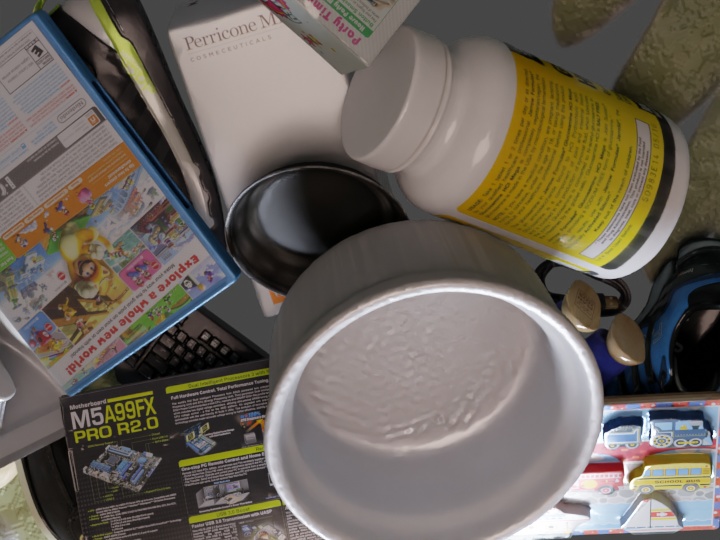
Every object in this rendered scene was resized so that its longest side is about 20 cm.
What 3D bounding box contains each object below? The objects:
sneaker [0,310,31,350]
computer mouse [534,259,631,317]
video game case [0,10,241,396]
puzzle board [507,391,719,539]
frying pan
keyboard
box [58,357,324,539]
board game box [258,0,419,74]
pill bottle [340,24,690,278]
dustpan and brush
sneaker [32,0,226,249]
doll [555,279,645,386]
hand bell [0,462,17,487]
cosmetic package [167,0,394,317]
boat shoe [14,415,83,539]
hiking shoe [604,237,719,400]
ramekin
[{"bbox_3d":[-0.214,-0.037,1.060,0.080,0.070,0.201,-13,112,2],"label":"sneaker"},{"bbox_3d":[0.085,0.022,1.106,0.199,0.034,0.059,-4,112,1],"label":"computer mouse"},{"bbox_3d":[-0.187,-0.038,1.006,0.143,0.018,0.200,-34,98,18],"label":"video game case"},{"bbox_3d":[0.146,0.139,1.108,0.199,0.017,0.151,-3,137,7],"label":"puzzle board"},{"bbox_3d":[0.007,-0.011,1.007,0.189,0.031,0.115,23,132,-19],"label":"frying pan"},{"bbox_3d":[-0.055,0.079,1.107,0.200,0.021,0.127,36,82,-2],"label":"keyboard"},{"bbox_3d":[-0.085,0.142,1.069,0.199,0.044,0.161,-11,86,-6],"label":"box"},{"bbox_3d":[0.003,-0.238,0.941,0.147,0.064,0.200,40,81,-15],"label":"board game box"},{"bbox_3d":[0.093,-0.075,0.998,0.199,0.113,0.113,20,112,-27],"label":"pill bottle"},{"bbox_3d":[-0.276,0.034,1.080,0.200,0.139,0.057,53,132,10],"label":"dustpan and brush"},{"bbox_3d":[-0.149,-0.086,1.039,0.083,0.072,0.201,-22,101,-1],"label":"sneaker"},{"bbox_3d":[0.094,0.085,1.110,0.136,0.049,0.200,36,124,-16],"label":"doll"},{"bbox_3d":[-0.286,0.155,1.069,0.104,0.200,0.105,0,114,-1],"label":"hand bell"},{"bbox_3d":[-0.043,-0.082,1.041,0.101,0.071,0.201,-16,112,6],"label":"cosmetic package"},{"bbox_3d":[-0.172,0.184,1.125,0.063,0.074,0.202,-32,81,22],"label":"boat shoe"},{"bbox_3d":[0.199,0.074,1.100,0.074,0.087,0.201,21,111,-9],"label":"hiking shoe"},{"bbox_3d":[0.038,0.067,0.979,0.199,0.098,0.201,-4,122,-6],"label":"ramekin"}]
